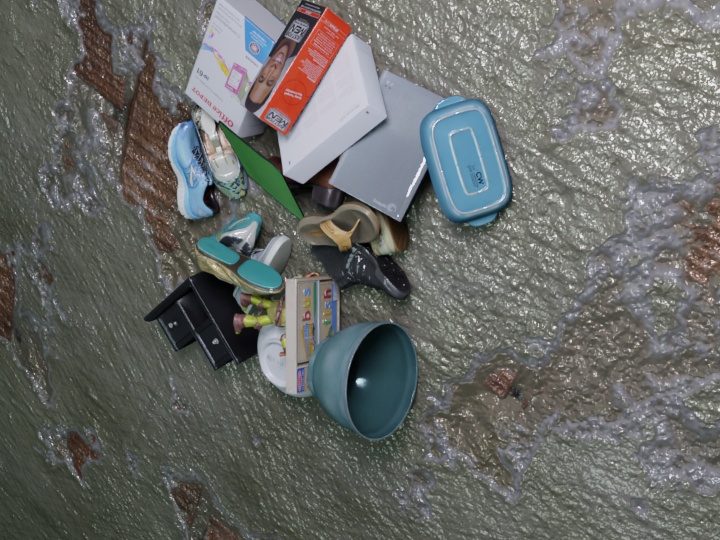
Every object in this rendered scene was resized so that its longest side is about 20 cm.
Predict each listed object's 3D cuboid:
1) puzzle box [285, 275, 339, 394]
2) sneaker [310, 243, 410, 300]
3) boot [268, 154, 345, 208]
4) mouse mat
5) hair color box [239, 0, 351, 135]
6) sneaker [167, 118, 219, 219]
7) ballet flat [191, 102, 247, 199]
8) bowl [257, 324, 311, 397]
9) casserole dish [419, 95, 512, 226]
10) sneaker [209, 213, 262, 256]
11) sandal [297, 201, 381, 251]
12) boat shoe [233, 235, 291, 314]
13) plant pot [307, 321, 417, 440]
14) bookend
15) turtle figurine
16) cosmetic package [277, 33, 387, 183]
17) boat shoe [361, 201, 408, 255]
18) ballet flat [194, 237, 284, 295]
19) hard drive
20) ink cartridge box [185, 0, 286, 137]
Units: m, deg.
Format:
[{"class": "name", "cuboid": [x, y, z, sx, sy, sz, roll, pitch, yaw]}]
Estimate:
[{"class": "puzzle box", "cuboid": [-0.084, 0.111, 1.442, 0.025, 0.132, 0.204, 2, 94, 35]}, {"class": "sneaker", "cuboid": [-0.002, 0.001, 1.420, 0.200, 0.060, 0.105, 48, 125, 19]}, {"class": "boot", "cuboid": [-0.083, -0.234, 1.390, 0.187, 0.068, 0.203, 30, 116, 39]}, {"class": "mouse mat", "cuboid": [-0.172, -0.172, 1.425, 0.199, 0.008, 0.162, 40, 165, 33]}, {"class": "hair color box", "cuboid": [-0.107, -0.330, 1.298, 0.202, 0.061, 0.101, -58, 36, 6]}, {"class": "sneaker", "cuboid": [-0.315, -0.199, 1.572, 0.088, 0.078, 0.203, 5, 118, 23]}, {"class": "ballet flat", "cuboid": [-0.271, -0.231, 1.512, 0.074, 0.074, 0.203, -19, 96, 38]}, {"class": "bowl", "cuboid": [-0.132, 0.164, 1.550, 0.198, 0.090, 0.205, 12, 113, 31]}, {"class": "casserole dish", "cuboid": [0.163, -0.165, 1.217, 0.119, 0.039, 0.203, -17, 97, 2]}, {"class": "sneaker", "cuboid": [-0.248, -0.059, 1.568, 0.077, 0.080, 0.199, 40, 150, -22]}, {"class": "sandal", "cuboid": [-0.041, -0.063, 1.351, 0.198, 0.054, 0.081, -7, 130, 45]}, {"class": "boat shoe", "cuboid": [-0.199, -0.001, 1.550, 0.071, 0.070, 0.202, 41, 127, 14]}, {"class": "plant pot", "cuboid": [-0.010, 0.184, 1.408, 0.133, 0.199, 0.204, 5, 110, 39]}, {"class": "bookend", "cuboid": [-0.327, 0.128, 1.673, 0.199, 0.092, 0.201, -33, 86, 39]}, {"class": "turtle figurine", "cuboid": [-0.151, 0.090, 1.476, 0.158, 0.065, 0.203, 3, 71, 12]}, {"class": "cosmetic package", "cuboid": [-0.054, -0.259, 1.298, 0.199, 0.051, 0.153, -33, 52, 33]}, {"class": "boat shoe", "cuboid": [0.021, -0.122, 1.348, 0.062, 0.073, 0.203, -11, 99, 35]}, {"class": "ballet flat", "cuboid": [-0.224, 0.005, 1.484, 0.198, 0.071, 0.072, 27, 120, 18]}, {"class": "hard drive", "cuboid": [0.052, -0.196, 1.268, 0.138, 0.033, 0.202, 28, 96, 17]}, {"class": "ink cartridge box", "cuboid": [-0.211, -0.360, 1.422, 0.144, 0.084, 0.201, 41, 126, 16]}]
